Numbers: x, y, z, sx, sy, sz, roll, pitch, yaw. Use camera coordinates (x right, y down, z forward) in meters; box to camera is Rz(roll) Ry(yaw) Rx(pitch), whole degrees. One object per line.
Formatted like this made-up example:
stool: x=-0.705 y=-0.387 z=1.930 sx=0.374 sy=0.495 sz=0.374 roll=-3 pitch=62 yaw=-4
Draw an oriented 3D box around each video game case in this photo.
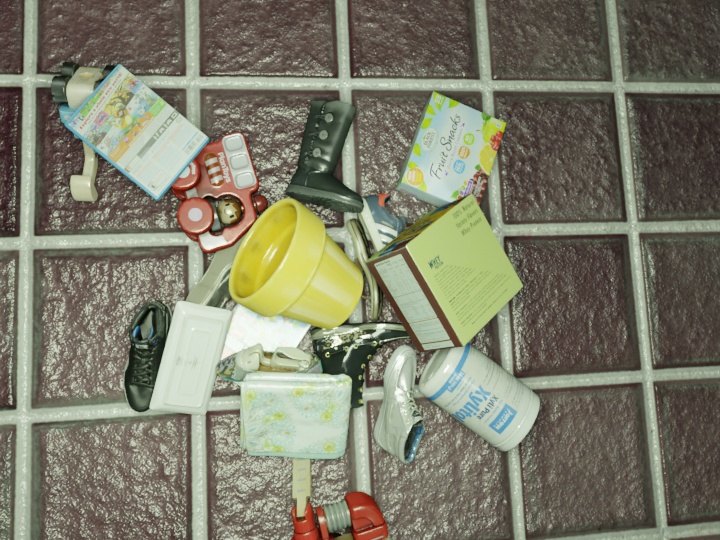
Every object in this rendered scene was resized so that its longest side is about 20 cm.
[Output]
video game case: x=-0.189 y=0.121 z=1.174 sx=0.142 sy=0.017 sz=0.201 roll=34 pitch=79 yaw=-2
video game case: x=-0.385 y=-0.239 z=1.071 sx=0.199 sy=0.018 sz=0.144 roll=39 pitch=79 yaw=-5

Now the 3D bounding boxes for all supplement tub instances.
supplement tub: x=0.221 y=0.229 z=1.163 sx=0.199 sy=0.132 sz=0.133 roll=35 pitch=79 yaw=-2

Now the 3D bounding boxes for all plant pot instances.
plant pot: x=-0.102 y=0.006 z=1.096 sx=0.188 sy=0.200 sz=0.203 roll=32 pitch=78 yaw=-31

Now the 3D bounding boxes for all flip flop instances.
flip flop: x=0.000 y=0.000 z=1.192 sx=0.057 sy=0.081 sz=0.203 roll=-18 pitch=84 yaw=7

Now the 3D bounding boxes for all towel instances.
towel: x=-0.118 y=0.261 z=1.104 sx=0.196 sy=0.048 sz=0.174 roll=2 pitch=121 yaw=-6

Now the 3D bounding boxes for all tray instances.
tray: x=-0.302 y=0.162 z=1.111 sx=0.106 sy=0.022 sz=0.203 roll=14 pitch=93 yaw=-29

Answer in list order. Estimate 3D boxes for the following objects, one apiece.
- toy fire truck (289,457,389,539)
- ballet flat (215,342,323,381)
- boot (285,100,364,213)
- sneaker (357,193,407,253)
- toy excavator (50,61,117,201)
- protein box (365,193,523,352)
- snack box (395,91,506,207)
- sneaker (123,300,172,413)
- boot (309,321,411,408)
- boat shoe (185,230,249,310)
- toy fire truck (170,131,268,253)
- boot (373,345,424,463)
toy fire truck: x=-0.052 y=0.434 z=1.115 sx=0.173 sy=0.129 sz=0.204 roll=-14 pitch=95 yaw=-10
ballet flat: x=-0.165 y=0.163 z=1.116 sx=0.196 sy=0.072 sz=0.073 roll=5 pitch=82 yaw=1
boot: x=-0.045 y=-0.225 z=1.199 sx=0.162 sy=0.066 sz=0.203 roll=15 pitch=78 yaw=14
sneaker: x=0.063 y=-0.058 z=1.204 sx=0.083 sy=0.075 sz=0.203 roll=-21 pitch=86 yaw=-6
toy excavator: x=-0.498 y=-0.256 z=1.140 sx=0.098 sy=0.202 sz=0.196 roll=1 pitch=38 yaw=-7
protein box: x=0.155 y=0.006 z=1.134 sx=0.198 sy=0.134 sz=0.202 roll=-37 pitch=100 yaw=-33
snack box: x=0.182 y=-0.230 z=1.247 sx=0.166 sy=0.068 sz=0.203 roll=22 pitch=79 yaw=-5
sneaker: x=-0.387 y=0.152 z=1.093 sx=0.072 sy=0.112 sz=0.204 roll=8 pitch=82 yaw=-6
boot: x=0.008 y=0.177 z=1.170 sx=0.200 sy=0.073 sz=0.157 roll=-3 pitch=86 yaw=-4
boat shoe: x=-0.253 y=0.007 z=1.167 sx=0.066 sy=0.057 sz=0.201 roll=27 pitch=73 yaw=32
toy fire truck: x=-0.264 y=-0.144 z=1.149 sx=0.165 sy=0.112 sz=0.203 roll=-18 pitch=86 yaw=-11
boot: x=0.088 y=0.247 z=1.135 sx=0.073 sy=0.095 sz=0.204 roll=3 pitch=101 yaw=-38
